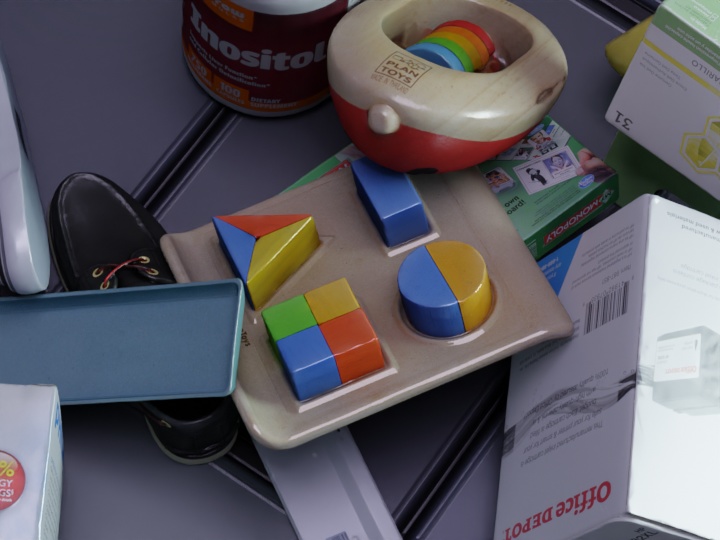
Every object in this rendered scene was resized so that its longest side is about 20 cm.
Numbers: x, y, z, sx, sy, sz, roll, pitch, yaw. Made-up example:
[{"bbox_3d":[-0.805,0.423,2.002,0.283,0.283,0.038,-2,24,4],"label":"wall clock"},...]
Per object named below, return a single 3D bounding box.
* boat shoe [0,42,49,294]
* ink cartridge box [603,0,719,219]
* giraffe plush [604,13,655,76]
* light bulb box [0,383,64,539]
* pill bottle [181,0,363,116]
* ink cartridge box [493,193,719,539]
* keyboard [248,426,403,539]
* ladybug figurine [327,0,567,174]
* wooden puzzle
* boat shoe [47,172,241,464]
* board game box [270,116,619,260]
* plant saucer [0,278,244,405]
[{"bbox_3d":[-0.234,-0.062,1.744,0.066,0.070,0.200,-16,56,0],"label":"boat shoe"},{"bbox_3d":[0.213,-0.062,1.713,0.146,0.200,0.048,37,50,12],"label":"ink cartridge box"},{"bbox_3d":[0.273,-0.120,1.774,0.173,0.200,0.162,-32,92,-12],"label":"giraffe plush"},{"bbox_3d":[-0.271,0.168,1.610,0.198,0.125,0.200,4,66,-3],"label":"light bulb box"},{"bbox_3d":[-0.051,-0.186,1.752,0.113,0.200,0.113,2,65,-4],"label":"pill bottle"},{"bbox_3d":[0.153,0.079,1.668,0.084,0.145,0.200,19,62,-24],"label":"ink cartridge box"},{"bbox_3d":[-0.003,0.163,1.700,0.056,0.011,0.200,-23,69,-9],"label":"keyboard"},{"bbox_3d":[0.047,-0.110,1.724,0.136,0.072,0.200,27,29,18],"label":"ladybug figurine"},{"bbox_3d":[0.000,0.000,1.683,0.200,0.046,0.185,-19,47,-10],"label":"wooden puzzle"},{"bbox_3d":[-0.129,0.019,1.728,0.074,0.063,0.201,-23,68,-12],"label":"boat shoe"},{"bbox_3d":[0.040,-0.036,1.766,0.200,0.029,0.135,-35,56,-18],"label":"board game box"},{"bbox_3d":[-0.152,0.046,1.678,0.200,0.019,0.070,-5,71,31],"label":"plant saucer"}]
